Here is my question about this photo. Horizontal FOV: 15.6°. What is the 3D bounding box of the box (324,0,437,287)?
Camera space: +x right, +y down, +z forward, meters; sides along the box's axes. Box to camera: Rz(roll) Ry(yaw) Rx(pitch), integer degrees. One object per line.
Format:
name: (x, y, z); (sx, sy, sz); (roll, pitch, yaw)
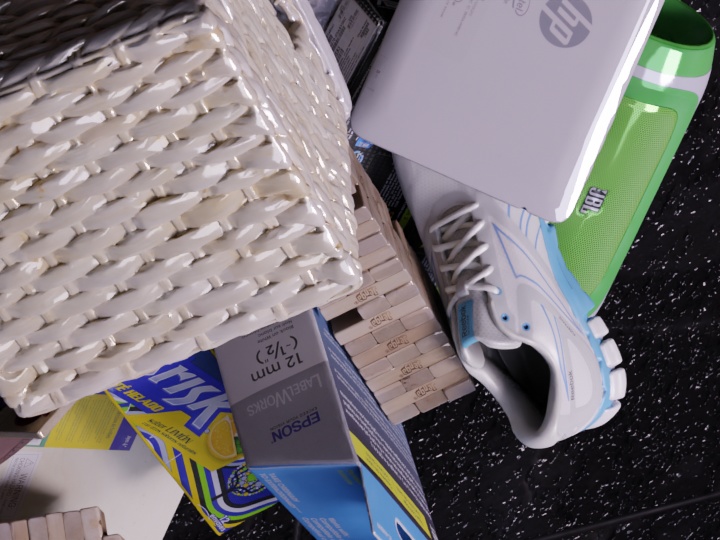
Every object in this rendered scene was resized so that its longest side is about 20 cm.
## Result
box: (0.034, -0.053, 1.502); (0.192, 0.048, 0.201); (7, 122, -39)

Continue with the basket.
basket: (-0.122, -0.070, 1.217); (0.199, 0.161, 0.199); (-20, 131, 12)

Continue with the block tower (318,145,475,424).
block tower: (0.000, 0.000, 1.400); (0.054, 0.058, 0.200); (-25, 132, 10)

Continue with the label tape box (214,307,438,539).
label tape box: (-0.018, 0.096, 1.422); (0.066, 0.201, 0.143); (-23, 145, 10)

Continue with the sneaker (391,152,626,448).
sneaker: (0.071, 0.006, 1.414); (0.075, 0.201, 0.087); (-31, 180, 34)

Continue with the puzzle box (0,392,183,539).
puzzle box: (-0.158, 0.111, 1.541); (0.132, 0.025, 0.201); (5, 124, -34)

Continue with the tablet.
tablet: (0.089, -0.140, 1.384); (0.130, 0.014, 0.201); (24, 97, 4)

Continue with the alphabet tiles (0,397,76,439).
alphabet tiles: (-0.155, 0.016, 1.344); (0.200, 0.167, 0.008); (-49, 121, -34)

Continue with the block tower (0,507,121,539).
block tower: (-0.231, 0.177, 1.482); (0.199, 0.054, 0.058); (-9, 170, -3)

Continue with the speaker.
speaker: (0.125, -0.058, 1.463); (0.088, 0.089, 0.201); (2, 124, -33)

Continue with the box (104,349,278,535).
box: (-0.102, 0.059, 1.457); (0.064, 0.070, 0.200); (-30, 136, 2)

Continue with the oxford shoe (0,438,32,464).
oxford shoe: (-0.230, 0.103, 1.436); (0.199, 0.073, 0.071); (-32, 120, 3)
